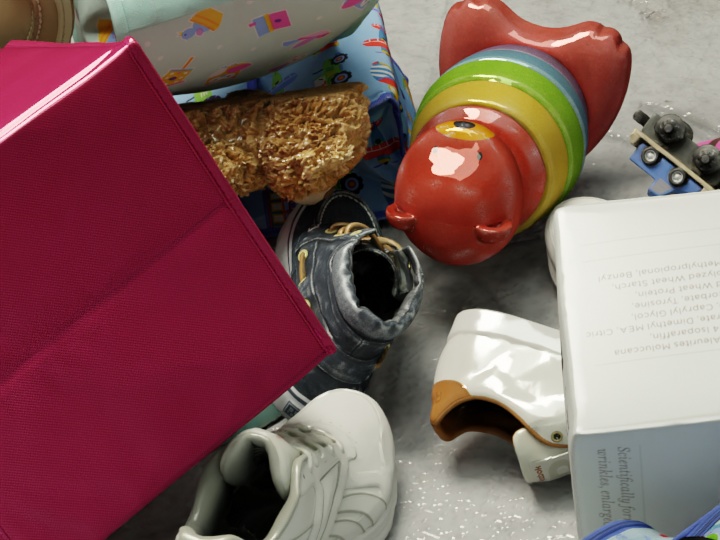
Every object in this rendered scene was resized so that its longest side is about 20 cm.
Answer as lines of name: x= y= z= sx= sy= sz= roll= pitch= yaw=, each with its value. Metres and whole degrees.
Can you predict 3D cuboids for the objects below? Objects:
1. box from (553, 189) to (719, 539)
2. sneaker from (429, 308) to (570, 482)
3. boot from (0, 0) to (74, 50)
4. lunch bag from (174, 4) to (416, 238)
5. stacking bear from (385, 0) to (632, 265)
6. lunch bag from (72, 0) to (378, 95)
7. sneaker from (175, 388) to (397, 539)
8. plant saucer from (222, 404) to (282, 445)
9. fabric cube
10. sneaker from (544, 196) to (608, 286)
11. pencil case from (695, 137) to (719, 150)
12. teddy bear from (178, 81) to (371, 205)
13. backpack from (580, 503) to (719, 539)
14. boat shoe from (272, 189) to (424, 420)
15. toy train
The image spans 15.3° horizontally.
box: x=0.196 y=0.070 z=1.254 sx=0.199 sy=0.199 sz=0.131 roll=-6 pitch=51 yaw=4
sneaker: x=0.131 y=0.084 z=1.413 sx=0.199 sy=0.073 sz=0.085 roll=11 pitch=62 yaw=23
boot: x=-0.256 y=-0.110 z=1.487 sx=0.154 sy=0.072 sz=0.200 roll=-27 pitch=-2 yaw=-35
lunch bag: x=-0.066 y=-0.082 z=1.703 sx=0.199 sy=0.094 sz=0.151 roll=-18 pitch=35 yaw=6
stacking bear: x=0.076 y=-0.070 z=1.587 sx=0.121 sy=0.114 sz=0.200 roll=15 pitch=29 yaw=12
lunch bag: x=-0.083 y=-0.170 z=1.564 sx=0.170 sy=0.123 sz=0.200 roll=-16 pitch=4 yaw=-11
sneaker: x=-0.035 y=0.111 z=1.357 sx=0.078 sy=0.100 sz=0.200 roll=10 pitch=37 yaw=19
plant saucer: x=-0.117 y=0.038 z=1.554 sx=0.199 sy=0.036 sz=0.200 roll=-6 pitch=32 yaw=4
fabric cube: x=-0.172 y=0.015 z=1.361 sx=0.199 sy=0.200 sz=0.196 roll=-39 pitch=18 yaw=-17
sneaker: x=0.162 y=-0.010 z=1.505 sx=0.075 sy=0.100 sz=0.200 roll=-21 pitch=31 yaw=-14
pencil case: x=0.284 y=-0.054 z=1.566 sx=0.199 sy=0.091 sz=0.094 roll=-14 pitch=39 yaw=-5
teddy bear: x=-0.090 y=-0.066 z=1.560 sx=0.199 sy=0.067 sz=0.145 roll=-8 pitch=13 yaw=-6
backpack: x=0.147 y=0.186 z=1.123 sx=0.147 sy=0.184 sz=0.200 roll=23 pitch=38 yaw=39
boat shoe: x=0.000 y=0.000 z=1.520 sx=0.071 sy=0.091 sz=0.201 roll=26 pitch=34 yaw=-16
toy train: x=0.224 y=-0.019 z=1.494 sx=0.200 sy=0.046 sz=0.034 roll=41 pitch=8 yaw=15
